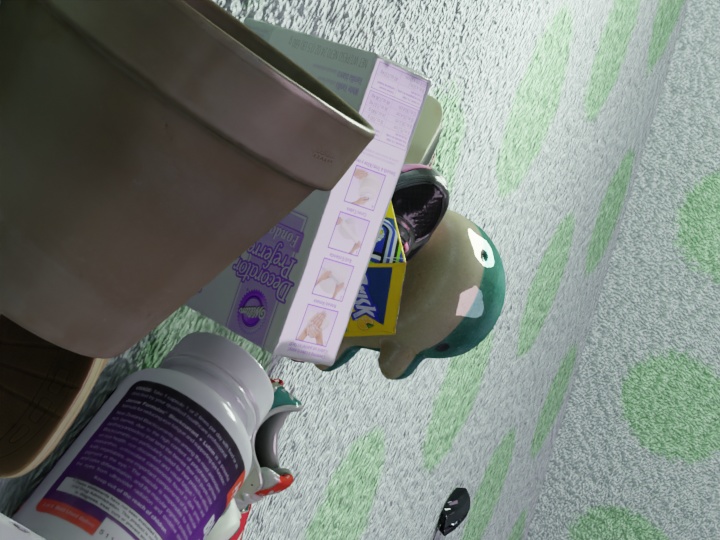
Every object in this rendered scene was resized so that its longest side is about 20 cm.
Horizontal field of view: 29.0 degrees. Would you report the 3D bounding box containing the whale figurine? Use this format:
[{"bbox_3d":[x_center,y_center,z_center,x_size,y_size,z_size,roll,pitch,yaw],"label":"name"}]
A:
[{"bbox_3d":[0.044,0.032,1.235,0.103,0.199,0.160,30,46,-34],"label":"whale figurine"}]

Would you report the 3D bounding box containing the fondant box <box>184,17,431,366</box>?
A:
[{"bbox_3d":[-0.049,-0.056,0.936,0.058,0.144,0.202,14,97,-44],"label":"fondant box"}]

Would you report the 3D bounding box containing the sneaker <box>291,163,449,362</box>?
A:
[{"bbox_3d":[0.000,0.000,1.120,0.200,0.096,0.079,-43,119,5],"label":"sneaker"}]

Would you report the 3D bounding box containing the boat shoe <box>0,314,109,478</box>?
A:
[{"bbox_3d":[-0.164,0.030,0.817,0.065,0.071,0.202,60,51,-67],"label":"boat shoe"}]

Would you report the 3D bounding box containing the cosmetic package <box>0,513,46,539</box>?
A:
[{"bbox_3d":[-0.257,0.216,0.750,0.102,0.073,0.201,70,42,-65],"label":"cosmetic package"}]

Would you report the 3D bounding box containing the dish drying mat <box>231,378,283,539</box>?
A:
[{"bbox_3d":[-0.112,0.198,1.261,0.077,0.018,0.202,-13,122,-69],"label":"dish drying mat"}]

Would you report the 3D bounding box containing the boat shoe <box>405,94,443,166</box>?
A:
[{"bbox_3d":[0.009,-0.071,1.227,0.202,0.073,0.063,-53,165,-31],"label":"boat shoe"}]

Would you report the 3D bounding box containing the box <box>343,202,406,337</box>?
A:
[{"bbox_3d":[-0.014,-0.043,1.041,0.201,0.064,0.071,-103,-164,-49],"label":"box"}]

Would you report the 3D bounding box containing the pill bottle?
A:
[{"bbox_3d":[-0.142,0.138,0.941,0.201,0.111,0.112,-55,158,-38],"label":"pill bottle"}]

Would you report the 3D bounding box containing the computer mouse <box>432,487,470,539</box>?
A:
[{"bbox_3d":[0.134,0.423,2.248,0.200,0.034,0.059,-51,156,-45],"label":"computer mouse"}]

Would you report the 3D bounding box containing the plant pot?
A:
[{"bbox_3d":[-0.119,-0.058,0.699,0.174,0.199,0.200,-55,164,8],"label":"plant pot"}]

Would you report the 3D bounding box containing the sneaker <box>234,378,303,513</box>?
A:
[{"bbox_3d":[-0.109,0.176,1.116,0.202,0.093,0.070,-70,163,1],"label":"sneaker"}]

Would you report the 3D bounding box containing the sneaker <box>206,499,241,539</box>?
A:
[{"bbox_3d":[-0.174,0.205,1.018,0.200,0.077,0.080,-42,113,-41],"label":"sneaker"}]
